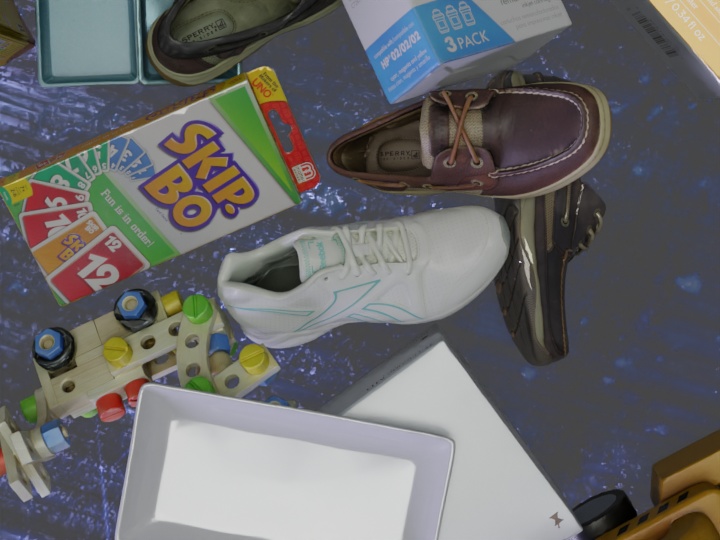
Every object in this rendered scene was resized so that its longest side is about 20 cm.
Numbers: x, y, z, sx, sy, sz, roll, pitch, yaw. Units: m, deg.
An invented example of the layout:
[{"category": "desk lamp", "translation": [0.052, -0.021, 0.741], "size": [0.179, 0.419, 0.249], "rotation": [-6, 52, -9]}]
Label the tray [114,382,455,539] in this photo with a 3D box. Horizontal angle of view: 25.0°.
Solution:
[{"category": "tray", "translation": [-0.047, 0.137, 1.017], "size": [0.200, 0.022, 0.108], "rotation": [10, 93, -1]}]

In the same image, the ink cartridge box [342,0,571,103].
[{"category": "ink cartridge box", "translation": [0.037, -0.221, 1.042], "size": [0.115, 0.068, 0.200], "rotation": [-21, 83, -33]}]

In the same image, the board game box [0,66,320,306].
[{"category": "board game box", "translation": [-0.133, -0.057, 1.100], "size": [0.200, 0.030, 0.096], "rotation": [-24, 112, -1]}]

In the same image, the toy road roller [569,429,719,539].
[{"category": "toy road roller", "translation": [0.234, 0.193, 1.071], "size": [0.200, 0.146, 0.123], "rotation": [-29, 94, 2]}]

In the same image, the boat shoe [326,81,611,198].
[{"category": "boat shoe", "translation": [0.063, -0.082, 1.035], "size": [0.200, 0.072, 0.072], "rotation": [-2, 88, 41]}]

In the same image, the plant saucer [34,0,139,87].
[{"category": "plant saucer", "translation": [-0.188, -0.226, 1.104], "size": [0.070, 0.019, 0.200], "rotation": [-2, 95, -1]}]

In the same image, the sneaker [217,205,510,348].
[{"category": "sneaker", "translation": [0.000, 0.000, 1.065], "size": [0.200, 0.080, 0.071], "rotation": [-17, 64, 13]}]

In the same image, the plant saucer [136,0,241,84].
[{"category": "plant saucer", "translation": [-0.119, -0.226, 1.091], "size": [0.070, 0.019, 0.200], "rotation": [-3, 93, -15]}]

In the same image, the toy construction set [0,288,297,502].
[{"category": "toy construction set", "translation": [-0.152, 0.082, 1.074], "size": [0.200, 0.092, 0.131], "rotation": [-18, 62, -12]}]

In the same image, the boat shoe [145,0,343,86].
[{"category": "boat shoe", "translation": [-0.051, -0.192, 1.065], "size": [0.201, 0.066, 0.072], "rotation": [-37, 96, -13]}]

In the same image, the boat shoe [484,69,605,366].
[{"category": "boat shoe", "translation": [0.129, -0.037, 1.088], "size": [0.073, 0.074, 0.200], "rotation": [-6, 92, -10]}]

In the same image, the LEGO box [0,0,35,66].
[{"category": "LEGO box", "translation": [-0.289, -0.193, 1.014], "size": [0.077, 0.200, 0.149], "rotation": [-30, 93, 1]}]

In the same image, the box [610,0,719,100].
[{"category": "box", "translation": [0.266, -0.224, 1.066], "size": [0.200, 0.097, 0.124], "rotation": [-43, 94, 2]}]

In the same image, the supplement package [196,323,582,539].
[{"category": "supplement package", "translation": [0.018, 0.159, 1.085], "size": [0.200, 0.111, 0.156], "rotation": [-36, 94, 2]}]
